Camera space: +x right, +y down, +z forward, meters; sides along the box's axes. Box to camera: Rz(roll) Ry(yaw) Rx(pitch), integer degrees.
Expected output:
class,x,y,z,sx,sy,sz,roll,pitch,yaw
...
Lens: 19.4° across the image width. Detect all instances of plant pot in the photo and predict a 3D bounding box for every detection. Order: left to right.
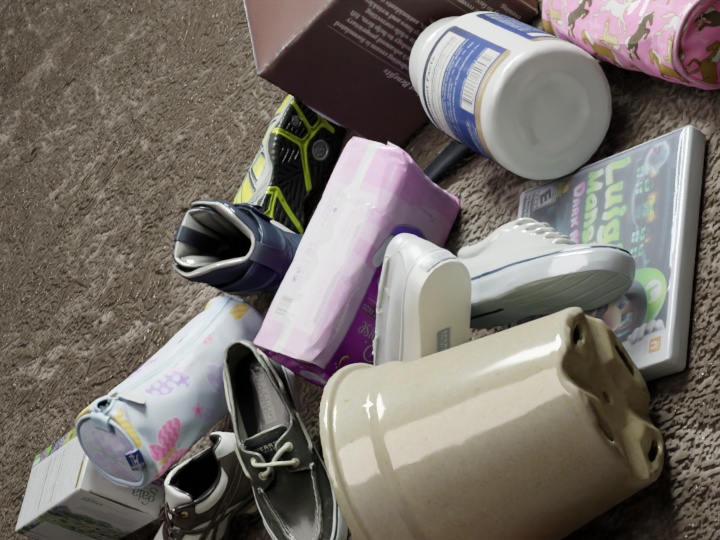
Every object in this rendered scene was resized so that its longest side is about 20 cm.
class,x,y,z,sx,sy,sz,roll,pitch,yaw
plant pot,0.103,0.121,1.477,0.183,0.200,0.201,-28,43,25

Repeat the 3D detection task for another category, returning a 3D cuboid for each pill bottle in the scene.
class,x,y,z,sx,sy,sz,roll,pitch,yaw
pill bottle,0.114,-0.149,1.712,0.111,0.111,0.200,-58,27,4

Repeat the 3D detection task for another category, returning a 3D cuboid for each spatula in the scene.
class,x,y,z,sx,sy,sz,roll,pitch,yaw
spatula,0.033,-0.067,1.849,0.200,0.021,0.057,-36,40,33

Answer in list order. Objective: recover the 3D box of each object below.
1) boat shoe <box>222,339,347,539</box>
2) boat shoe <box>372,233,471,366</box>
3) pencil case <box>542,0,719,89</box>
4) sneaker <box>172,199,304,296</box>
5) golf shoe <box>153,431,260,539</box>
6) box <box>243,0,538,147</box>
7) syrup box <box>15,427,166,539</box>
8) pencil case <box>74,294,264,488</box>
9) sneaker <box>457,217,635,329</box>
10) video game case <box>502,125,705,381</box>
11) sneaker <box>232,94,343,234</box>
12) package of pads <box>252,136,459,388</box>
class,x,y,z,sx,sy,sz,roll,pitch,yaw
boat shoe,-0.070,0.151,1.725,0.071,0.064,0.200,-27,68,11
boat shoe,0.039,0.062,1.619,0.068,0.072,0.200,40,144,42
pencil case,0.224,-0.196,1.631,0.200,0.083,0.087,32,104,58
sneaker,-0.122,-0.021,1.836,0.202,0.146,0.077,8,84,50
golf shoe,-0.148,0.207,1.821,0.200,0.094,0.078,-50,39,20
box,0.021,-0.249,1.871,0.200,0.166,0.164,-42,38,25
syrup box,-0.245,0.198,1.932,0.200,0.079,0.082,-36,37,58
pencil case,-0.161,0.104,1.846,0.083,0.091,0.200,1,32,44
sneaker,0.129,-0.007,1.581,0.200,0.073,0.071,-13,63,51
video game case,0.179,0.003,1.593,0.182,0.023,0.201,-21,49,45
sneaker,-0.081,-0.092,1.977,0.076,0.075,0.200,6,69,55
package of pads,0.000,0.000,1.745,0.076,0.120,0.200,20,81,35
